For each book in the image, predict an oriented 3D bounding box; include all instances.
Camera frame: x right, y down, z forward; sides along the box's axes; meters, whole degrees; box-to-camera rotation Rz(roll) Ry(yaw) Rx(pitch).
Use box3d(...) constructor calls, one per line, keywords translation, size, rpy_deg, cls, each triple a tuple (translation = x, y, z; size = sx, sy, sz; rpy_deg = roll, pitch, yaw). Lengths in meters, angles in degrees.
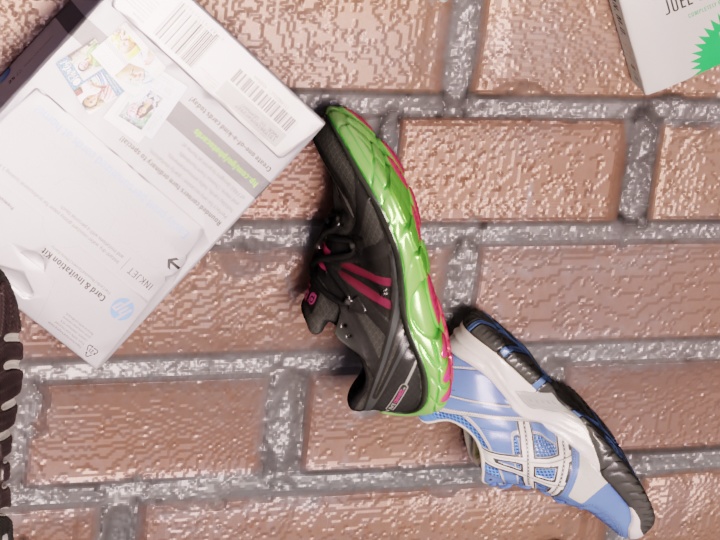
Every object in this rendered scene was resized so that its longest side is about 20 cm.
box3d(translation=(0.202, -0.222, 1.342), size=(0.133, 0.048, 0.200), rpy_deg=(-25, 120, -5), cls="book")

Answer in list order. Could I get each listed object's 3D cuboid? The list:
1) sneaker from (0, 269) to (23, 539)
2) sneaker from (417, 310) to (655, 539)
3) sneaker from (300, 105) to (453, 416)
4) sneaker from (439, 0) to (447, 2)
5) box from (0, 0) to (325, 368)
box3d(translation=(-0.256, 0.092, 1.245), size=(0.115, 0.076, 0.201), rpy_deg=(4, 93, 14), cls="sneaker")
box3d(translation=(0.113, 0.111, 1.436), size=(0.077, 0.076, 0.200), rpy_deg=(-44, 110, 8), cls="sneaker")
box3d(translation=(0.000, 0.000, 1.334), size=(0.084, 0.077, 0.200), rpy_deg=(-12, 105, 6), cls="sneaker")
box3d(translation=(-0.019, -0.200, 1.241), size=(0.200, 0.077, 0.081), rpy_deg=(7, 110, -24), cls="sneaker")
box3d(translation=(-0.143, -0.064, 1.274), size=(0.200, 0.041, 0.156), rpy_deg=(-48, 119, 2), cls="box")
